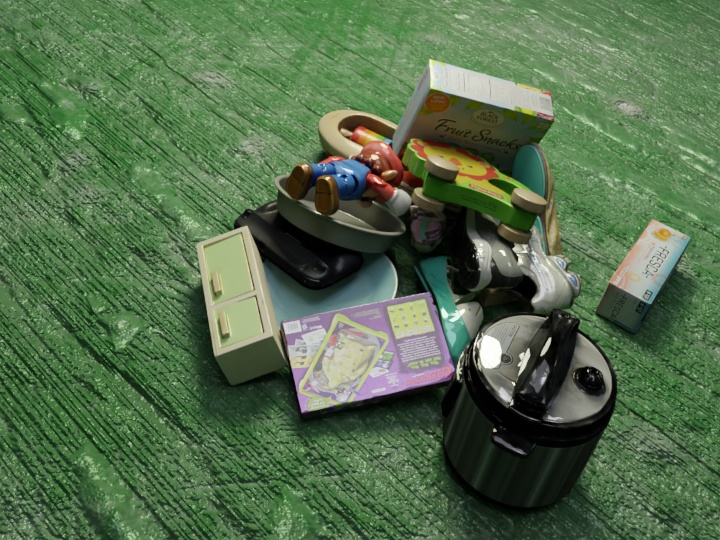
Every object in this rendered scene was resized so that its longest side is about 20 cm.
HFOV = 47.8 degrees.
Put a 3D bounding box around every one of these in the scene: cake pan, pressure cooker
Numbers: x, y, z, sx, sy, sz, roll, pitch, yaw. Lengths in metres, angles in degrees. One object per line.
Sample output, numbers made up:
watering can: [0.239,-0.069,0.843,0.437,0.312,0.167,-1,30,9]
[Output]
cake pan: [-0.033,-0.080,1.150,0.198,0.037,0.201,20,18,-7]
pressure cooker: [0.191,0.145,0.912,0.176,0.201,0.177,-6,45,-17]

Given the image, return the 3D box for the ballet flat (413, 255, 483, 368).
ballet flat: [0.126,0.048,1.093,0.070,0.068,0.201,-21,43,5]

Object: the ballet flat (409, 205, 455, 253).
ballet flat: [0.099,-0.061,1.195,0.068,0.072,0.200,17,5,8]

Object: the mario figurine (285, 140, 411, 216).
mario figurine: [-0.011,-0.108,1.116,0.199,0.106,0.124,-20,78,-51]

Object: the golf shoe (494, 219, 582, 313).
golf shoe: [0.219,-0.017,1.152,0.096,0.079,0.200,-19,48,-27]

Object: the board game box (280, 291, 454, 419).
board game box: [0.009,0.102,1.002,0.197,0.032,0.121,-10,62,-13]

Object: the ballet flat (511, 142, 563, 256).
ballet flat: [0.269,-0.089,1.223,0.070,0.071,0.203,-4,87,-16]

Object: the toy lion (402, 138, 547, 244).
toy lion: [0.153,-0.126,1.138,0.198,0.069,0.192,21,25,0]

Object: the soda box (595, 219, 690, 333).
soda box: [0.426,0.005,1.219,0.068,0.064,0.200,30,46,20]

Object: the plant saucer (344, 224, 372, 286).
plant saucer: [0.000,0.000,1.164,0.069,0.019,0.201,1,44,-11]

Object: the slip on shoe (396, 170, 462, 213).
slip on shoe: [0.121,-0.131,1.235,0.198,0.062,0.074,17,15,-10]

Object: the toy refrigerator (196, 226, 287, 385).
toy refrigerator: [-0.155,0.038,1.032,0.075,0.070,0.201,-19,47,-1]

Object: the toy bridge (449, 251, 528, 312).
toy bridge: [0.203,0.033,1.165,0.066,0.027,0.201,-10,45,-24]

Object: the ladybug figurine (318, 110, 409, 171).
ladybug figurine: [0.017,-0.195,1.337,0.199,0.072,0.136,31,46,20]

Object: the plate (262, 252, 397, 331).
plate: [-0.048,0.025,1.102,0.197,0.026,0.202,-2,44,2]

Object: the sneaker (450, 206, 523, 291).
sneaker: [0.173,-0.035,1.127,0.078,0.075,0.201,8,34,-9]

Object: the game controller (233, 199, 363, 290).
game controller: [-0.088,-0.040,1.137,0.104,0.043,0.199,-21,43,-38]

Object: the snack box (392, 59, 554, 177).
snack box: [0.167,-0.216,1.235,0.197,0.169,0.068,11,54,-15]
